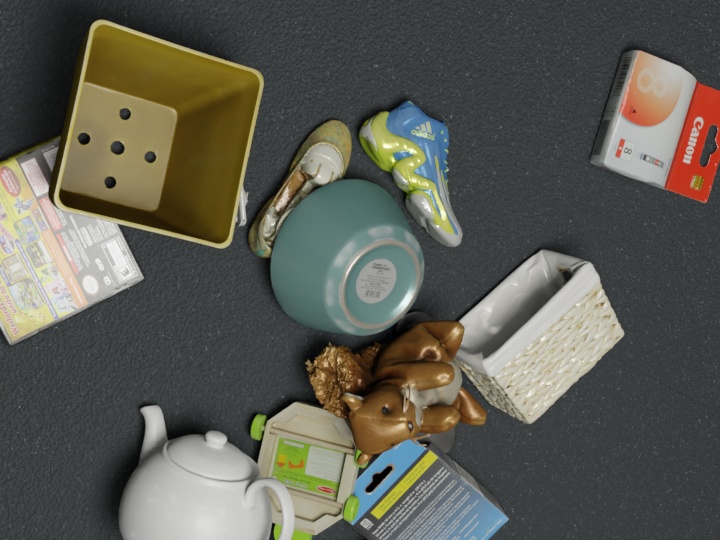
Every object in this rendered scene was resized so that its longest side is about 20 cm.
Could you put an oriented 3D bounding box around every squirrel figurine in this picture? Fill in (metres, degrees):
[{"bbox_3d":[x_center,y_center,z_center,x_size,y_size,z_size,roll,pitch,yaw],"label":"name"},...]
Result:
[{"bbox_3d":[0.028,0.157,1.382,0.186,0.199,0.143,-38,125,-47],"label":"squirrel figurine"}]

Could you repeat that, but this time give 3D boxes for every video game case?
[{"bbox_3d":[-0.379,-0.039,1.341,0.180,0.025,0.201,-27,105,-13],"label":"video game case"}]

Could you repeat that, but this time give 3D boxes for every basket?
[{"bbox_3d":[0.230,0.087,1.485,0.200,0.135,0.124,-42,112,-11],"label":"basket"}]

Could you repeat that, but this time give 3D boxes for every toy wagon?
[{"bbox_3d":[-0.074,0.271,1.429,0.154,0.040,0.202,12,92,15],"label":"toy wagon"}]

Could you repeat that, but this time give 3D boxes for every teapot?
[{"bbox_3d":[-0.184,0.263,1.343,0.198,0.197,0.147,16,102,-10],"label":"teapot"}]

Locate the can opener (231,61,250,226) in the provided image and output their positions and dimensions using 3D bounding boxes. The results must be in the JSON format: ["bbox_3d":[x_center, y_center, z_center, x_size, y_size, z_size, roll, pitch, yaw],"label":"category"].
[{"bbox_3d":[-0.170,-0.150,1.378,0.066,0.053,0.202,-8,98,-17],"label":"can opener"}]

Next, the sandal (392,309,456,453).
[{"bbox_3d":[0.082,0.154,1.498,0.076,0.043,0.202,-16,101,-15],"label":"sandal"}]

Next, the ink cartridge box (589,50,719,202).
[{"bbox_3d":[0.430,-0.194,1.564,0.199,0.050,0.164,17,92,-15],"label":"ink cartridge box"}]

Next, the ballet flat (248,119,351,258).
[{"bbox_3d":[-0.068,-0.099,1.410,0.071,0.071,0.201,37,85,-18],"label":"ballet flat"}]

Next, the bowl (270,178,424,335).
[{"bbox_3d":[0.000,0.000,1.390,0.199,0.105,0.202,-15,119,-28],"label":"bowl"}]

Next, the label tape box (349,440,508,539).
[{"bbox_3d":[0.074,0.306,1.489,0.200,0.063,0.144,42,96,-17],"label":"label tape box"}]

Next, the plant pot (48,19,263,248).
[{"bbox_3d":[-0.250,-0.143,1.273,0.199,0.176,0.202,14,85,-29],"label":"plant pot"}]

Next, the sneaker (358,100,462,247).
[{"bbox_3d":[0.091,-0.131,1.451,0.105,0.076,0.200,-40,105,-10],"label":"sneaker"}]
